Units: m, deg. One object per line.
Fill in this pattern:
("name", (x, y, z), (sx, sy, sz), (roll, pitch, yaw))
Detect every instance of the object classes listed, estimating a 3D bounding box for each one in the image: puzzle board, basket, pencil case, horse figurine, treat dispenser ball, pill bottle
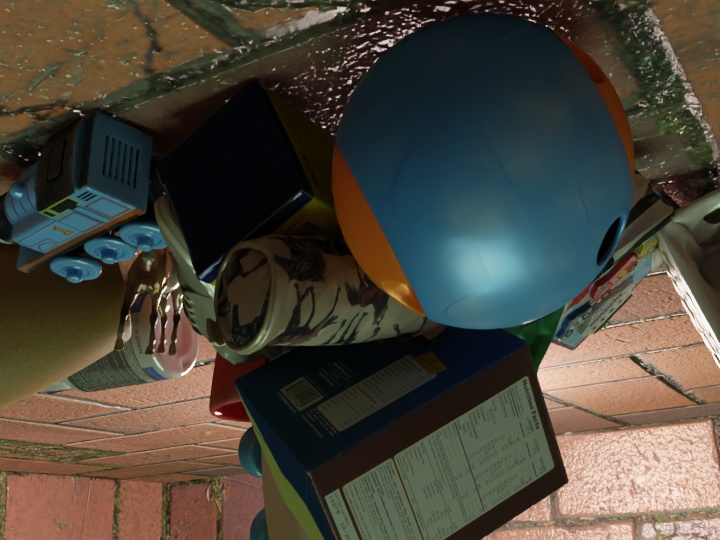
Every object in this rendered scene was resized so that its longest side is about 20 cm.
("puzzle board", (0.269, 0.005, 0.984), (0.200, 0.017, 0.150), (-49, 145, 16))
("basket", (0.392, 0.020, 0.905), (0.134, 0.203, 0.123), (-28, 166, 9))
("pencil case", (-0.016, 0.020, 0.681), (0.198, 0.078, 0.090), (1, 129, -43))
("horse figurine", (-0.212, 0.023, 0.988), (0.049, 0.135, 0.200), (6, 174, 10))
("treat dispenser ball", (0.079, -0.064, 0.608), (0.197, 0.205, 0.201), (-3, 162, -1))
("pill bottle", (-0.312, 0.090, 1.152), (0.197, 0.116, 0.114), (-11, 161, 21))

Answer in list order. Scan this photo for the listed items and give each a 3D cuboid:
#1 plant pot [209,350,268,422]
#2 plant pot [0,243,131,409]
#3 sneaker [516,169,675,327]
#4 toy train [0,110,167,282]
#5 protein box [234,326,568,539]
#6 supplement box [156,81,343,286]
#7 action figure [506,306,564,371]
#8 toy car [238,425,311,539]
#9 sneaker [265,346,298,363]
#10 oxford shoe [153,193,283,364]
("plant pot", (-0.071, 0.065, 1.015), (0.196, 0.181, 0.201), (-4, 163, -1))
("plant pot", (-0.345, 0.047, 0.953), (0.197, 0.190, 0.186), (-12, 167, -23))
("sneaker", (0.171, -0.041, 0.796), (0.199, 0.116, 0.076), (-33, 171, -28))
("toy train", (-0.235, -0.056, 0.775), (0.198, 0.088, 0.113), (-18, 149, 38))
("protein box", (0.029, 0.134, 0.780), (0.198, 0.137, 0.198), (-27, -158, -16))
("supplement box", (-0.049, -0.043, 0.747), (0.109, 0.110, 0.199), (-36, 150, 18))
("action figure", (0.175, 0.010, 0.901), (0.118, 0.202, 0.054), (38, 169, -35))
("toy car", (-0.004, 0.233, 1.009), (0.197, 0.181, 0.183), (-7, 178, -31))
("sneaker", (-0.111, 0.017, 0.864), (0.088, 0.202, 0.079), (-32, -166, 1))
("oxford shoe", (-0.125, 0.017, 0.766), (0.057, 0.076, 0.201), (-20, 138, 7))
